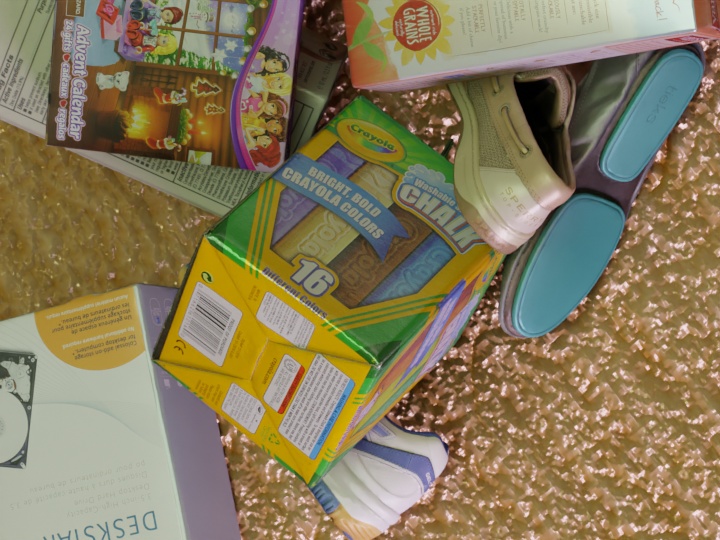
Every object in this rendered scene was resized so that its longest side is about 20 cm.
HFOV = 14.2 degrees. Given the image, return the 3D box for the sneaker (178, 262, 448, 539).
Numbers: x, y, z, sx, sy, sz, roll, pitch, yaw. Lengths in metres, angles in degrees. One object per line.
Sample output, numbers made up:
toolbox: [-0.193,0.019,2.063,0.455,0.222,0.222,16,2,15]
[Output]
sneaker: [-0.026,0.062,1.706,0.088,0.075,0.200,-38,76,-2]

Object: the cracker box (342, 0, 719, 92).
cracker box: [0.087,-0.176,1.551,0.200,0.058,0.134,-7,87,25]

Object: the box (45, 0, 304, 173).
box: [-0.098,-0.160,1.598,0.137,0.039,0.200,7,108,2]

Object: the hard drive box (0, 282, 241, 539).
hard drive box: [-0.165,0.123,1.744,0.156,0.077,0.200,-16,82,20]

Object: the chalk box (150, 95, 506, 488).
chalk box: [0.000,0.000,1.628,0.124,0.200,0.125,38,139,11]

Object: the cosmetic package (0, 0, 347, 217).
cosmetic package: [-0.120,-0.116,1.686,0.200,0.087,0.103,25,117,-4]

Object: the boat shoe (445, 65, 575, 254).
boat shoe: [0.092,-0.094,1.616,0.064,0.071,0.200,-35,36,28]

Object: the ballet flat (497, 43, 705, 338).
ballet flat: [0.128,-0.056,1.656,0.064,0.067,0.200,38,101,47]

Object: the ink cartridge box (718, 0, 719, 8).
ink cartridge box: [0.164,-0.192,1.612,0.200,0.116,0.067,26,98,22]
